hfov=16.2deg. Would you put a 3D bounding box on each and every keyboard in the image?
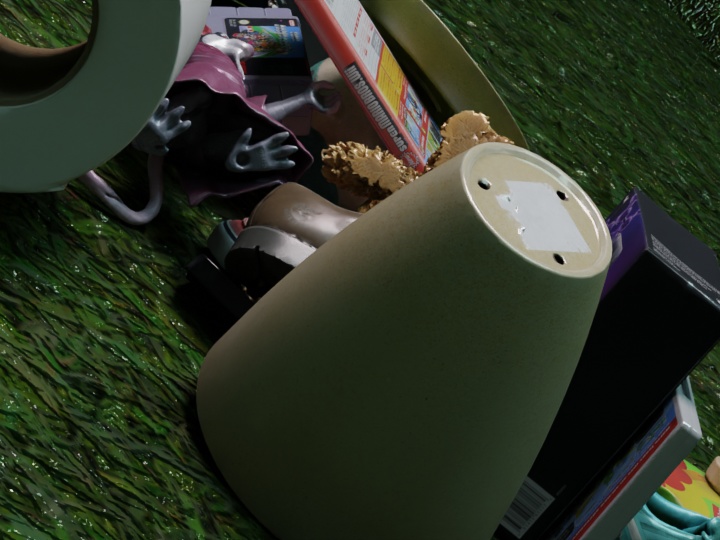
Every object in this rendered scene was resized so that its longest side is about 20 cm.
[{"bbox_3d":[-0.039,0.071,1.486,0.200,0.040,0.104,43,-8,9],"label":"keyboard"}]

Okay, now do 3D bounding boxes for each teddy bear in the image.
[{"bbox_3d":[0.021,-0.010,1.577,0.144,0.201,0.067,30,-21,8],"label":"teddy bear"}]

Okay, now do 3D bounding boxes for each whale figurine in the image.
[{"bbox_3d":[-0.010,-0.064,1.820,0.159,0.103,0.201,47,33,-34],"label":"whale figurine"}]

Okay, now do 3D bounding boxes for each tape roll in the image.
[{"bbox_3d":[-0.187,-0.158,1.405,0.202,0.203,0.139,39,16,-8],"label":"tape roll"}]

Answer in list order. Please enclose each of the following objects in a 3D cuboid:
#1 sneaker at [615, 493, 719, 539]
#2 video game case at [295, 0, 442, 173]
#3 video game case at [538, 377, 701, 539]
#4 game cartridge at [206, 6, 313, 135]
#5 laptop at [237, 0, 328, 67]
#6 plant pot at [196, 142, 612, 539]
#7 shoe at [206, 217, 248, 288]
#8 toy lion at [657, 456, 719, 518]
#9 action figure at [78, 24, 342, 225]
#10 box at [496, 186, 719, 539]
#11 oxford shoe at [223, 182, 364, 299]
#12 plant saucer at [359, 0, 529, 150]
[{"bbox_3d":[0.221,0.201,1.645,0.200,0.080,0.078,43,15,2],"label":"sneaker"},{"bbox_3d":[0.016,-0.122,1.722,0.201,0.017,0.143,57,11,-12],"label":"video game case"},{"bbox_3d":[0.157,0.116,1.601,0.017,0.143,0.200,36,16,-8],"label":"video game case"},{"bbox_3d":[-0.100,-0.144,1.773,0.129,0.039,0.200,-4,25,-5],"label":"game cartridge"},{"bbox_3d":[-0.055,-0.167,2.118,0.177,0.103,0.201,22,50,-50],"label":"laptop"},{"bbox_3d":[0.042,0.034,1.340,0.186,0.200,0.188,24,36,-19],"label":"plant pot"},{"bbox_3d":[0.000,0.000,1.634,0.200,0.091,0.072,33,17,-29],"label":"shoe"},{"bbox_3d":[0.193,0.147,1.781,0.191,0.069,0.200,33,16,-5],"label":"toy lion"},{"bbox_3d":[-0.098,-0.101,1.615,0.134,0.149,0.200,50,7,-24],"label":"action figure"},{"bbox_3d":[0.139,0.060,1.601,0.079,0.200,0.141,39,15,-6],"label":"box"},{"bbox_3d":[0.025,0.010,1.497,0.199,0.073,0.085,33,56,-8],"label":"oxford shoe"},{"bbox_3d":[0.050,-0.146,1.857,0.200,0.031,0.200,49,-4,5],"label":"plant saucer"}]
